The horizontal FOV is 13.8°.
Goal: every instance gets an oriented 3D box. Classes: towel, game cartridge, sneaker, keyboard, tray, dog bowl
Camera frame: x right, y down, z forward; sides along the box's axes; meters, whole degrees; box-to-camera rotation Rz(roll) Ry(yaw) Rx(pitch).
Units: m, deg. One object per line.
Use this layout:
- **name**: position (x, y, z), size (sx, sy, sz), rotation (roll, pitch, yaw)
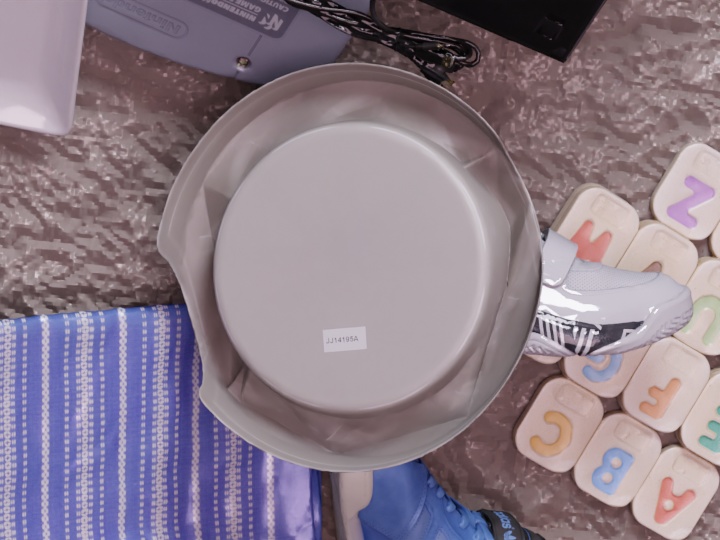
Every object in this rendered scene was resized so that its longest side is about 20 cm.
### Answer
- **towel**: position (-0.108, 0.090, 1.536), size (0.199, 0.024, 0.146), rotation (-5, 102, -29)
- **game cartridge**: position (-0.088, -0.167, 1.469), size (0.199, 0.041, 0.133), rotation (23, 127, -17)
- **sneaker**: position (0.043, 0.129, 1.571), size (0.111, 0.077, 0.201), rotation (-8, 110, -5)
- **keyboard**: position (0.017, -0.151, 1.419), size (0.199, 0.021, 0.127), rotation (24, 136, -9)
- **sneaker**: position (0.075, -0.018, 1.544), size (0.199, 0.075, 0.115), rotation (1, 100, 0)
- **tray**: position (-0.183, -0.148, 1.444), size (0.107, 0.022, 0.200), rotation (12, 139, -2)
- **dog bowl**: position (0.000, 0.000, 1.482), size (0.199, 0.059, 0.201), rotation (-1, 86, 16)

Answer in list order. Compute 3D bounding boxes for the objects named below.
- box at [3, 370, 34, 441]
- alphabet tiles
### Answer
- **box**: position (-0.285, 0.044, 1.504), size (0.199, 0.050, 0.158), rotation (-21, 105, -7)
- **alphabet tiles**: position (0.178, 0.040, 1.619), size (0.200, 0.015, 0.196), rotation (30, 94, -16)
